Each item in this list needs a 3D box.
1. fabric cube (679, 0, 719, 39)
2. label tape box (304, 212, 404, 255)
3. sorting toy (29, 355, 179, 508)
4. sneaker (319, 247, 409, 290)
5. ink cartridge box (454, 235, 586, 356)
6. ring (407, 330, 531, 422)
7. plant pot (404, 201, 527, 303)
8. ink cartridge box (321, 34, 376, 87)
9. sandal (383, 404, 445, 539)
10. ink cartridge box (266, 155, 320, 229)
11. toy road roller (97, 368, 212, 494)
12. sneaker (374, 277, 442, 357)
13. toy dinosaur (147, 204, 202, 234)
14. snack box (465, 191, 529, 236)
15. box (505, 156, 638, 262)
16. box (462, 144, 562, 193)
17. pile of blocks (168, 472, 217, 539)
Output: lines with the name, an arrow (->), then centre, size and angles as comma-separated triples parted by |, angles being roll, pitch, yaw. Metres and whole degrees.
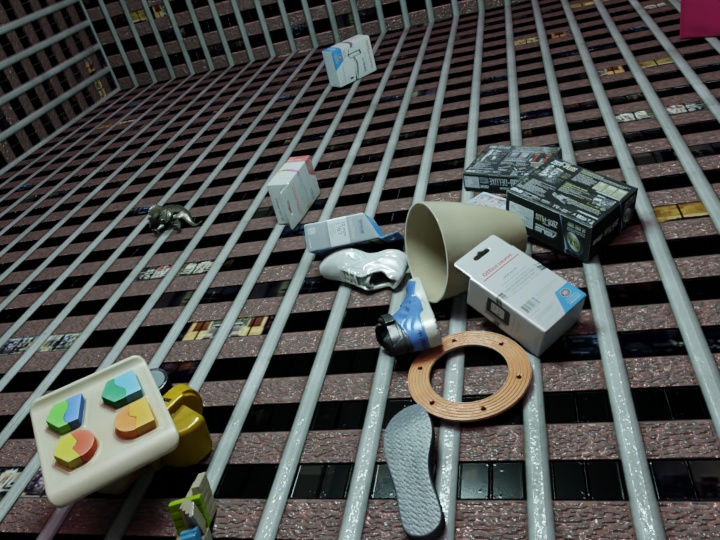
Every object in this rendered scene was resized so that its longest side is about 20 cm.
fabric cube -> 1.135, -0.867, 1.958 | 0.196, 0.199, 0.200 | 10, 40, 35
label tape box -> -0.009, -0.083, 1.354 | 0.196, 0.068, 0.143 | -13, -3, 10
sorting toy -> -0.384, 0.223, 0.916 | 0.183, 0.037, 0.200 | -24, 44, -22
sneaker -> 0.000, 0.000, 1.282 | 0.196, 0.071, 0.081 | -2, 37, 21
ink cartridge box -> 0.264, 0.037, 1.055 | 0.115, 0.067, 0.199 | -33, 53, -25
ring -> 0.174, 0.168, 0.993 | 0.196, 0.019, 0.202 | -13, 32, 8
plant pot -> 0.210, -0.052, 1.183 | 0.196, 0.191, 0.188 | -11, 29, -17
ink cartridge box -> -0.044, -0.858, 2.537 | 0.198, 0.148, 0.084 | -33, 34, -24
sandal -> 0.074, 0.279, 0.858 | 0.075, 0.043, 0.202 | -16, 41, 14
ink cartridge box -> -0.181, -0.204, 1.630 | 0.066, 0.118, 0.201 | -1, 35, 21
toy road roller -> -0.329, 0.267, 0.983 | 0.144, 0.125, 0.200 | 19, 45, 27
sneaker -> 0.074, 0.084, 1.112 | 0.109, 0.078, 0.201 | -18, 28, 4
toy dinosaur -> -0.542, -0.157, 1.767 | 0.196, 0.078, 0.103 | -9, 39, 18
snack box -> 0.319, -0.127, 1.369 | 0.071, 0.025, 0.199 | -32, 35, -22
box -> 0.417, -0.127, 1.240 | 0.163, 0.087, 0.199 | -35, 46, -27
box -> 0.369, -0.248, 1.506 | 0.197, 0.050, 0.158 | 9, 40, 35
pile of blocks -> -0.237, 0.364, 0.824 | 0.061, 0.083, 0.201 | -16, 32, 0
